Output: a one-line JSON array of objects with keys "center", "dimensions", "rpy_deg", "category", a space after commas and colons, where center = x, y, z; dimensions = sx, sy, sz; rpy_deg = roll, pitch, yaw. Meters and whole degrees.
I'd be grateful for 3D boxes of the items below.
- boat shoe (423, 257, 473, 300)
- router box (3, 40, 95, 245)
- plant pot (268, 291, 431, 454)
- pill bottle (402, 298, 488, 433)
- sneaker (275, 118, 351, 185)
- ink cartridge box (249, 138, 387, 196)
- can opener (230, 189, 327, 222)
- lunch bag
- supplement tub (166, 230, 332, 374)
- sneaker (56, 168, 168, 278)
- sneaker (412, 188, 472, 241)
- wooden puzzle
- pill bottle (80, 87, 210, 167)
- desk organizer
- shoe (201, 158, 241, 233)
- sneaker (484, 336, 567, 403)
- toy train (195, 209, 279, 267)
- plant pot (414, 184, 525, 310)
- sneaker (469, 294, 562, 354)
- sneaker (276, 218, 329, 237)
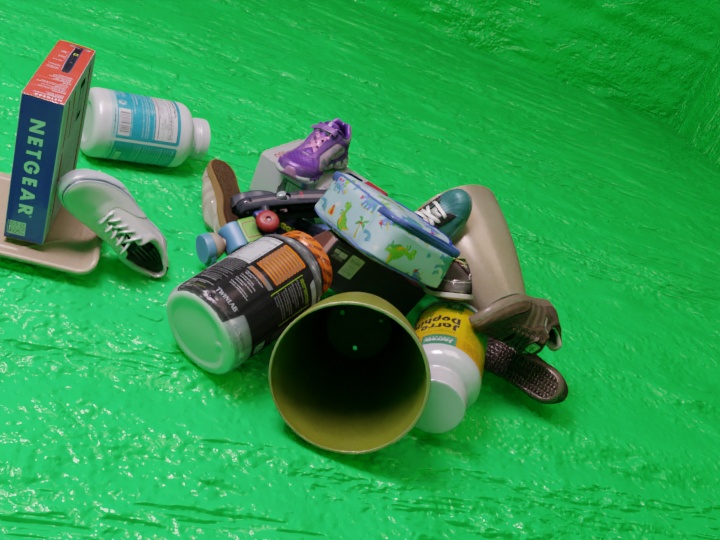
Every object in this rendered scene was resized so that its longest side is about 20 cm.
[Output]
[{"center": [0.133, 0.005, 1.193], "dimensions": [0.072, 0.060, 0.200], "rpy_deg": [10, 6, -2], "category": "boat shoe"}, {"center": [-0.392, -0.165, 1.007], "dimensions": [0.049, 0.200, 0.180], "rpy_deg": [14, 31, -14], "category": "router box"}, {"center": [-0.006, 0.102, 1.004], "dimensions": [0.187, 0.187, 0.200], "rpy_deg": [25, 14, -2], "category": "plant pot"}, {"center": [0.113, 0.131, 1.092], "dimensions": [0.113, 0.113, 0.200], "rpy_deg": [27, 29, 1], "category": "pill bottle"}, {"center": [-0.072, -0.211, 1.357], "dimensions": [0.080, 0.089, 0.200], "rpy_deg": [33, 32, 11], "category": "sneaker"}, {"center": [-0.073, -0.141, 1.419], "dimensions": [0.200, 0.086, 0.148], "rpy_deg": [33, 30, 15], "category": "ink cartridge box"}, {"center": [-0.099, -0.104, 1.232], "dimensions": [0.200, 0.063, 0.079], "rpy_deg": [-6, 61, -15], "category": "can opener"}, {"center": [0.038, -0.058, 1.134], "dimensions": [0.161, 0.083, 0.200], "rpy_deg": [28, 8, -37], "category": "lunch bag"}, {"center": [-0.133, 0.032, 1.004], "dimensions": [0.122, 0.123, 0.200], "rpy_deg": [37, 44, 19], "category": "supplement tub"}, {"center": [-0.307, -0.057, 1.027], "dimensions": [0.071, 0.073, 0.200], "rpy_deg": [54, 4, 36], "category": "sneaker"}, {"center": [0.090, -0.061, 1.273], "dimensions": [0.080, 0.200, 0.071], "rpy_deg": [20, 33, -56], "category": "sneaker"}, {"center": [-0.442, -0.063, 1.049], "dimensions": [0.200, 0.037, 0.185], "rpy_deg": [11, 32, -17], "category": "wooden puzzle"}, {"center": [-0.354, -0.231, 1.314], "dimensions": [0.200, 0.111, 0.111], "rpy_deg": [4, 35, -36], "category": "pill bottle"}, {"center": [0.000, 0.000, 1.199], "dimensions": [0.200, 0.072, 0.077], "rpy_deg": [30, 18, -38], "category": "desk organizer"}, {"center": [-0.215, -0.092, 1.261], "dimensions": [0.070, 0.053, 0.200], "rpy_deg": [21, 36, -41], "category": "shoe"}, {"center": [0.232, 0.140, 1.229], "dimensions": [0.200, 0.070, 0.076], "rpy_deg": [42, 6, 31], "category": "sneaker"}, {"center": [-0.146, 0.017, 1.124], "dimensions": [0.116, 0.085, 0.200], "rpy_deg": [-17, 69, -30], "category": "toy train"}, {"center": [0.193, -0.009, 1.345], "dimensions": [0.187, 0.187, 0.200], "rpy_deg": [1, 48, -38], "category": "plant pot"}, {"center": [0.233, 0.081, 1.131], "dimensions": [0.200, 0.070, 0.076], "rpy_deg": [0, 60, -48], "category": "sneaker"}, {"center": [-0.071, -0.060, 1.301], "dimensions": [0.200, 0.074, 0.082], "rpy_deg": [38, 28, 18], "category": "sneaker"}]
